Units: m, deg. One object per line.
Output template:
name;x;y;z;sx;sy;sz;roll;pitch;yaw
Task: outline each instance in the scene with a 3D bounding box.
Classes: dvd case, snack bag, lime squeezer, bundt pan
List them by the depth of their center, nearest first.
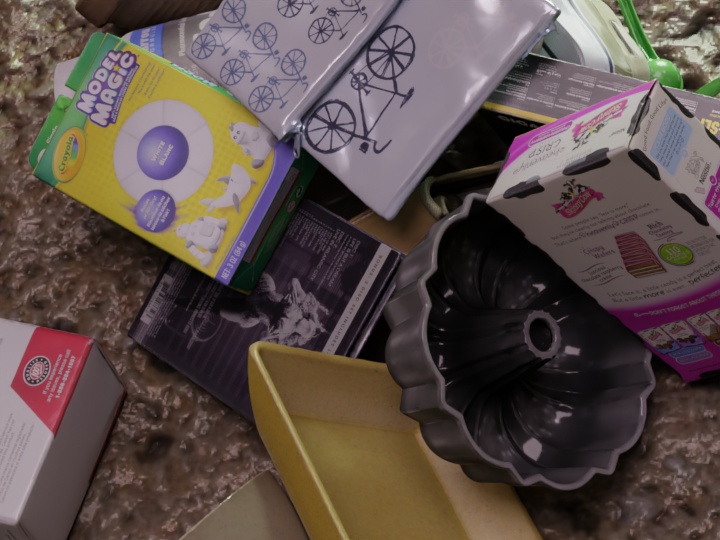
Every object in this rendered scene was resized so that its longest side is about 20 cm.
bundt pan;0.094;0.048;1.580;0.076;0.202;0.203;-19;48;50
snack bag;0.005;-0.156;1.603;0.200;0.021;0.189;43;100;21
dvd case;-0.066;0.019;1.669;0.200;0.016;0.149;30;92;44
lime squeezer;0.215;-0.140;1.714;0.038;0.071;0.200;-23;30;-7

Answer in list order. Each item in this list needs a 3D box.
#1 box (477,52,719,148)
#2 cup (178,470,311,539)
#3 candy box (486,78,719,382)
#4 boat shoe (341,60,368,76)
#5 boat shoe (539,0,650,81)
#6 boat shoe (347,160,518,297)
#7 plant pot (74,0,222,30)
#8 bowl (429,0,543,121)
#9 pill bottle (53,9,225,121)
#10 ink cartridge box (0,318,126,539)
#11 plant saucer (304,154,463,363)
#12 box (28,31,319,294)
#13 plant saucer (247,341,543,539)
box;0.190;-0.084;1.629;0.199;0.160;0.050;16;83;22
cup;-0.082;0.245;1.520;0.200;0.200;0.143;-43;83;-10
candy box;0.198;-0.021;1.545;0.136;0.200;0.061;-20;37;49
boat shoe;-0.023;-0.207;1.680;0.074;0.086;0.203;-5;58;-8
boat shoe;0.143;-0.183;1.764;0.062;0.072;0.200;2;42;-28
boat shoe;0.049;-0.037;1.651;0.199;0.076;0.072;-22;60;6
plant pot;-0.116;-0.243;1.821;0.093;0.201;0.201;40;75;-6
bowl;0.068;-0.182;1.711;0.107;0.200;0.201;4;57;-17
pill bottle;-0.114;-0.129;1.771;0.199;0.114;0.114;-13;58;7
ink cartridge box;-0.285;0.108;1.699;0.199;0.086;0.148;11;65;22
plant saucer;0.000;0.000;1.711;0.199;0.037;0.201;-6;60;11
box;-0.136;-0.081;1.681;0.200;0.048;0.118;28;91;23
plant saucer;0.022;0.146;1.555;0.048;0.200;0.200;-46;53;27
